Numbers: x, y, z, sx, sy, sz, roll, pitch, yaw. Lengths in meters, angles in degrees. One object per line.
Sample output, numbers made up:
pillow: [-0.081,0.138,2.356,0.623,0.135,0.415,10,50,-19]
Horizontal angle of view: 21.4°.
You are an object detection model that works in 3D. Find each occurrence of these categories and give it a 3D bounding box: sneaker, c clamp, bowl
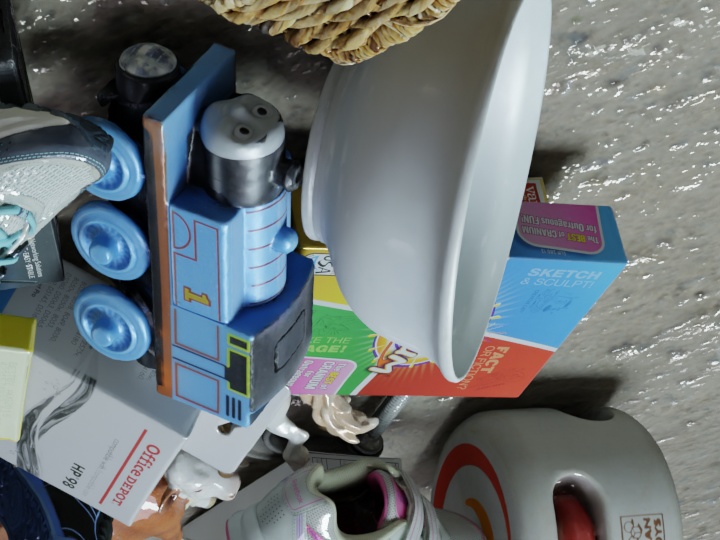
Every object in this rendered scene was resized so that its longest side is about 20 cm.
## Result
sneaker: [-0.189,-0.003,0.869,0.199,0.087,0.077,-27,149,24]
c clamp: [0.005,0.087,1.285,0.170,0.027,0.200,6,147,-27]
sneaker: [-0.182,0.159,1.196,0.077,0.200,0.071,7,115,-27]
sneaker: [0.015,0.173,1.239,0.199,0.082,0.088,10,136,-39]
bowl: [0.027,-0.053,0.920,0.090,0.202,0.201,13,153,11]

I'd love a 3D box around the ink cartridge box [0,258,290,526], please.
ink cartridge box: [-0.152,0.068,1.063,0.199,0.067,0.116,29,141,-5]

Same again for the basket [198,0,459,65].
basket: [0.044,-0.163,0.744,0.148,0.144,0.200,19,139,-41]

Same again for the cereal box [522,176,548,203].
cereal box: [0.000,0.000,1.120,0.198,0.040,0.144,-2,149,-17]

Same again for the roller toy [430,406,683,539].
roller toy: [0.143,0.191,1.353,0.139,0.201,0.183,-1,129,-21]

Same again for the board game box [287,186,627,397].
board game box: [0.029,0.016,1.077,0.199,0.041,0.153,2,146,-23]

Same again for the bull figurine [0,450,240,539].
bull figurine: [-0.166,0.170,1.329,0.199,0.066,0.122,-18,147,13]

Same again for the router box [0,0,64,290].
router box: [-0.229,-0.056,0.916,0.149,0.062,0.200,-9,151,-6]

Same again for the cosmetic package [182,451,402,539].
cosmetic package: [-0.052,0.186,1.387,0.082,0.051,0.200,9,154,-28]

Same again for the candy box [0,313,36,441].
candy box: [-0.269,0.044,0.972,0.198,0.027,0.102,9,145,-10]

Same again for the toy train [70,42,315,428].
toy train: [-0.081,-0.019,0.947,0.114,0.087,0.201,19,133,17]

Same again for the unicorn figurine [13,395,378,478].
unicorn figurine: [-0.101,0.088,1.212,0.199,0.074,0.137,-24,140,17]
